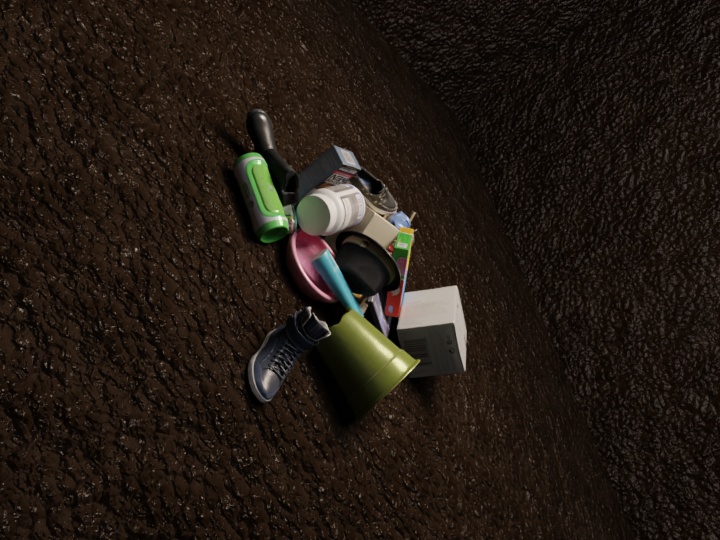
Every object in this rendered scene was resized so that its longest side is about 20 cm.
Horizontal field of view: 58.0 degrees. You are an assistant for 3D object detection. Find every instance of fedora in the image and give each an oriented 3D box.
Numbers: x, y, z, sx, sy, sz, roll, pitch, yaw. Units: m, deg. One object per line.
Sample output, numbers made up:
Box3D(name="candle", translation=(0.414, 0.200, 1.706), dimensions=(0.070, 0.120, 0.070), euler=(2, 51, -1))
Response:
Box3D(name="fedora", translation=(0.000, 0.000, 1.597), dimensions=(0.202, 0.199, 0.092), euler=(52, 60, -15))

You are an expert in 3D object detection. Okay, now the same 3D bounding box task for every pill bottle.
Box3D(name="pill bottle", translation=(-0.074, -0.150, 1.618), dimensions=(0.115, 0.113, 0.199), euler=(59, 26, 2))

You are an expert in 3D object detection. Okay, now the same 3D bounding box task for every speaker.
Box3D(name="speaker", translation=(-0.232, -0.170, 1.514), dimensions=(0.088, 0.088, 0.203), euler=(11, 52, -59))

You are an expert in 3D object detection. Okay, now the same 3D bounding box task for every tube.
Box3D(name="tube", translation=(-0.046, 0.043, 1.561), dimensions=(0.202, 0.050, 0.078), euler=(57, 19, -14))

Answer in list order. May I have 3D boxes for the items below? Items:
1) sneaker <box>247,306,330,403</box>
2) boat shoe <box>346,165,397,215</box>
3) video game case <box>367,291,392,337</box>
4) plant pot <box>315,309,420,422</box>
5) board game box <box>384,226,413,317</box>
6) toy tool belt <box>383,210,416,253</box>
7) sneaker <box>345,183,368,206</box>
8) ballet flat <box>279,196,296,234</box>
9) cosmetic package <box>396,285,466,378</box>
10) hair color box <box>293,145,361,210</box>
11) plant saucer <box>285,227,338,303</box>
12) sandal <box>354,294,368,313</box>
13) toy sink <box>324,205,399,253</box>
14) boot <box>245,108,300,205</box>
Box3D(name="sneaker", translation=(-0.135, 0.154, 1.258), dimensions=(0.077, 0.145, 0.204), euler=(49, 27, -22))
Box3D(name="boat shoe", translation=(0.040, -0.222, 1.784), dimensions=(0.199, 0.066, 0.071), euler=(40, 64, -28))
Box3D(name="video game case", translation=(0.059, 0.093, 1.803), dimensions=(0.201, 0.019, 0.145), euler=(-72, 148, -59))
Box3D(name="plant pot", translation=(0.001, 0.196, 1.455), dimensions=(0.191, 0.200, 0.200), euler=(49, 23, 7))
Box3D(name="board game box", translation=(0.107, 0.002, 1.798), dimensions=(0.154, 0.039, 0.204), euler=(-69, 167, -63))
Box3D(name="toy tool belt", translation=(0.121, -0.124, 2.105), dimensions=(0.125, 0.122, 0.201), euler=(50, 26, -17))
Box3D(name="sneaker", translation=(-0.021, -0.212, 1.832), dimensions=(0.197, 0.084, 0.077), euler=(14, 78, -36))
Box3D(name="ballet flat", translation=(-0.200, -0.158, 1.596), dimensions=(0.070, 0.070, 0.202), euler=(9, 37, -19))
Box3D(name="cosmetic package", translation=(0.204, 0.170, 1.823), dimensions=(0.201, 0.161, 0.168), euler=(-70, 149, -60))
Box3D(name="hair color box", translation=(-0.105, -0.235, 1.694), dimensions=(0.098, 0.198, 0.061), euler=(2, 57, -61))
Box3D(name="plant saucer", translation=(-0.116, -0.006, 1.594), dimensions=(0.200, 0.050, 0.203), euler=(43, 29, -31))
Box3D(name="sandal", translation=(-0.002, 0.044, 1.701), dimensions=(0.070, 0.077, 0.213), euler=(43, 43, -15))
Box3D(name="toy sink", translation=(-0.013, -0.073, 1.771), dimensions=(0.112, 0.202, 0.130), euler=(38, 7, 40))
Box3D(name="boot", translation=(-0.209, -0.274, 1.566), dimensions=(0.201, 0.065, 0.167), euler=(-122, -165, -44))
